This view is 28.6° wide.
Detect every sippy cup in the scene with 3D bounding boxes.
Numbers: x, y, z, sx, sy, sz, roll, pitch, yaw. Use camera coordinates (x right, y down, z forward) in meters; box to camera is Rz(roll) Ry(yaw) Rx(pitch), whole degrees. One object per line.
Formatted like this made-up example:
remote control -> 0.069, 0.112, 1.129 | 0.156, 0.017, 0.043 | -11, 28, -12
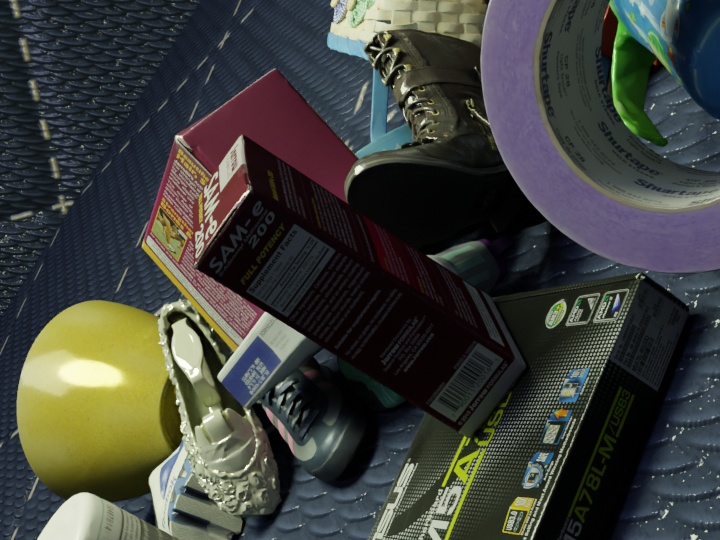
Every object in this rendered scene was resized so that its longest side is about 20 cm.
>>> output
sippy cup -> 0.217, -0.156, 0.810 | 0.131, 0.138, 0.179 | -100, 3, -48

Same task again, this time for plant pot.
plant pot -> -0.208, 0.131, 1.364 | 0.141, 0.200, 0.201 | 0, 57, 37

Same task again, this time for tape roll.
tape roll -> 0.166, -0.105, 0.715 | 0.200, 0.200, 0.085 | -45, -10, 34

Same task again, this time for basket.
basket -> 0.042, -0.199, 1.295 | 0.176, 0.138, 0.202 | -150, 56, -70

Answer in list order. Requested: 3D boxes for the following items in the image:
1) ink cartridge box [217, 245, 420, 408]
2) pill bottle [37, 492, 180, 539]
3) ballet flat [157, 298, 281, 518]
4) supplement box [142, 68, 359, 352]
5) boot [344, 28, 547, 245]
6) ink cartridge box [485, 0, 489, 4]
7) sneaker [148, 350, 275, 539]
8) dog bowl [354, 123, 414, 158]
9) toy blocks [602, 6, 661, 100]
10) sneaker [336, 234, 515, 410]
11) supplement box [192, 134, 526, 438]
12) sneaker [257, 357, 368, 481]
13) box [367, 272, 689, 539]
ink cartridge box -> 0.000, 0.000, 1.067 | 0.200, 0.041, 0.200 | -40, -7, -39
pill bottle -> -0.126, 0.240, 0.935 | 0.113, 0.199, 0.113 | -48, 22, 26
ballet flat -> -0.126, 0.112, 1.173 | 0.072, 0.071, 0.201 | -43, 63, 37
supplement box -> -0.080, -0.039, 1.091 | 0.103, 0.131, 0.200 | -39, -6, -26
boot -> 0.044, -0.105, 0.996 | 0.069, 0.199, 0.175 | -57, 48, 36
ink cartridge box -> 0.130, -0.335, 1.397 | 0.201, 0.043, 0.199 | -53, 22, 19
sneaker -> -0.138, 0.163, 1.260 | 0.115, 0.080, 0.201 | -19, 45, 58
dog bowl -> 0.008, -0.052, 1.196 | 0.111, 0.050, 0.200 | -15, -21, -47
toy blocks -> 0.170, -0.172, 1.011 | 0.200, 0.099, 0.138 | -21, 53, 61
sneaker -> 0.050, 0.041, 1.041 | 0.087, 0.075, 0.200 | -24, -13, -28
supplement box -> -0.004, 0.008, 0.848 | 0.061, 0.199, 0.109 | -52, 18, 13
sneaker -> -0.055, 0.106, 1.135 | 0.070, 0.082, 0.200 | -55, 20, 1
box -> 0.090, 0.105, 0.839 | 0.193, 0.047, 0.201 | -9, 51, 64
